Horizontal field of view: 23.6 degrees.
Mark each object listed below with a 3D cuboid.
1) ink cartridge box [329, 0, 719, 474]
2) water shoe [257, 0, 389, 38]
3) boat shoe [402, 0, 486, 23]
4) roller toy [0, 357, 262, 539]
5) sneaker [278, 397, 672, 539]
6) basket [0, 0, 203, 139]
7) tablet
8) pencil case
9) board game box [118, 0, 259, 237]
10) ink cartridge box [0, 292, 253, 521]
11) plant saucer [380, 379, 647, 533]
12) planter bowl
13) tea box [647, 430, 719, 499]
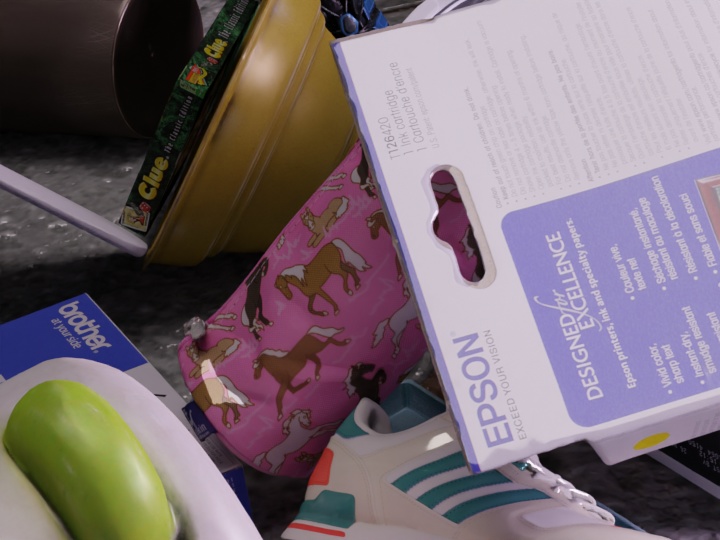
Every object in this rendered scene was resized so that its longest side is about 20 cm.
[{"bbox_3d":[0.108,-0.029,0.682,0.198,0.047,0.200,-16,64,-2],"label":"ink cartridge box"},{"bbox_3d":[-0.018,-0.145,1.067,0.071,0.079,0.201,-35,74,-5],"label":"water shoe"},{"bbox_3d":[0.098,-0.154,1.152,0.199,0.073,0.067,-28,37,-36],"label":"boat shoe"},{"bbox_3d":[-0.116,0.141,0.618,0.139,0.202,0.182,-29,14,-27],"label":"roller toy"},{"bbox_3d":[0.057,0.091,0.704,0.198,0.070,0.094,0,60,40],"label":"sneaker"},{"bbox_3d":[-0.220,-0.163,1.202,0.198,0.137,0.181,11,43,25],"label":"basket"},{"bbox_3d":[-0.211,-0.057,0.976,0.198,0.014,0.130,27,-3,-8],"label":"tablet"},{"bbox_3d":[0.000,0.000,0.781,0.200,0.086,0.083,-49,43,13],"label":"pencil case"},{"bbox_3d":[-0.103,-0.110,1.090,0.023,0.106,0.201,22,27,-3],"label":"board game box"},{"bbox_3d":[-0.137,0.084,0.850,0.093,0.045,0.200,-21,32,-21],"label":"ink cartridge box"},{"bbox_3d":[0.055,0.109,0.778,0.069,0.019,0.199,-27,36,-26],"label":"plant saucer"},{"bbox_3d":[-0.049,-0.076,1.001,0.083,0.201,0.201,24,32,-8],"label":"planter bowl"},{"bbox_3d":[0.185,-0.016,0.829,0.195,0.135,0.199,-27,35,-27],"label":"tea box"}]
